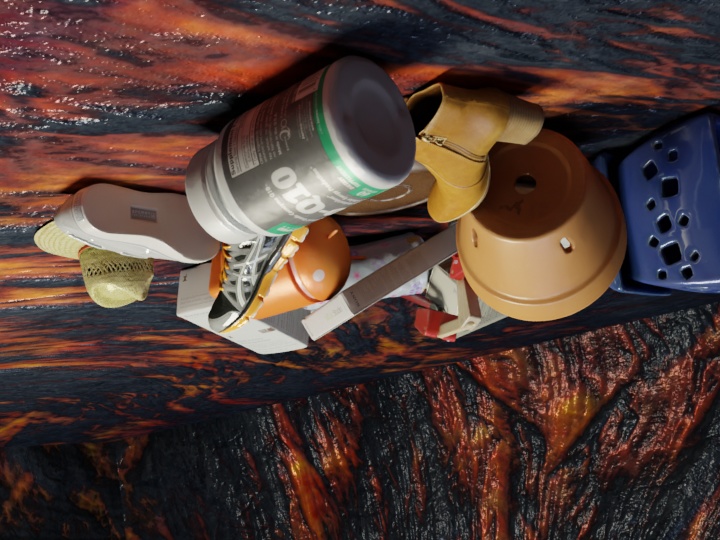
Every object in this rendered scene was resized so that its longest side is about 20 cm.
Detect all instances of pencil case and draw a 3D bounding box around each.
[{"bbox_3d":[0.000,0.000,1.430,0.196,0.093,0.083,-7,177,-15],"label":"pencil case"}]

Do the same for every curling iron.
[{"bbox_3d":[0.044,0.033,1.500,0.198,0.050,0.025,28,-141,25],"label":"curling iron"}]

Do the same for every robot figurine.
[{"bbox_3d":[-0.097,-0.008,1.243,0.196,0.146,0.117,-15,-166,23],"label":"robot figurine"}]

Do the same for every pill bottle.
[{"bbox_3d":[-0.057,-0.098,0.871,0.198,0.116,0.112,-20,165,39],"label":"pill bottle"}]

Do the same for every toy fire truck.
[{"bbox_3d":[0.141,0.024,1.278,0.048,0.144,0.199,14,177,-19],"label":"toy fire truck"}]

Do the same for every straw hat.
[{"bbox_3d":[-0.286,-0.003,1.170,0.196,0.087,0.201,-11,168,-2],"label":"straw hat"}]

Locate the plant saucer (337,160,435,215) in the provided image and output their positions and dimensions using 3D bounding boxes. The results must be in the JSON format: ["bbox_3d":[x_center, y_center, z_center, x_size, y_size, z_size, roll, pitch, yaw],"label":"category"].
[{"bbox_3d":[0.031,-0.101,1.136,0.196,0.033,0.200,-10,169,-2],"label":"plant saucer"}]

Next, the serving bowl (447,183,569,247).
[{"bbox_3d":[0.215,-0.069,1.290,0.196,0.067,0.200,13,171,2],"label":"serving bowl"}]

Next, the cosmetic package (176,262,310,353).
[{"bbox_3d":[-0.168,0.057,1.454,0.100,0.076,0.199,-12,155,32],"label":"cosmetic package"}]

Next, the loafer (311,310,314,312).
[{"bbox_3d":[-0.070,0.048,1.665,0.196,0.070,0.071,-20,128,-7],"label":"loafer"}]

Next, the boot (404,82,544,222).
[{"bbox_3d":[0.076,-0.119,0.994,0.141,0.072,0.201,4,150,-30],"label":"boot"}]

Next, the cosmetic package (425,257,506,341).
[{"bbox_3d":[0.194,0.022,1.526,0.197,0.071,0.107,-17,135,-37],"label":"cosmetic package"}]

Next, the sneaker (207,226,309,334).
[{"bbox_3d":[-0.129,-0.016,1.135,0.076,0.079,0.202,26,111,-20],"label":"sneaker"}]

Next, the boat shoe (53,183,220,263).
[{"bbox_3d":[-0.238,-0.044,1.070,0.067,0.074,0.198,-11,171,36],"label":"boat shoe"}]

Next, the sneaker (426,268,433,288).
[{"bbox_3d":[0.121,0.008,1.595,0.197,0.078,0.111,-10,161,-37],"label":"sneaker"}]

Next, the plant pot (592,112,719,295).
[{"bbox_3d":[0.401,-0.065,1.238,0.177,0.205,0.198,-12,170,37],"label":"plant pot"}]

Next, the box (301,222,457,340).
[{"bbox_3d":[0.031,0.015,1.264,0.198,0.037,0.144,-29,177,-28],"label":"box"}]

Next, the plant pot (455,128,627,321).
[{"bbox_3d":[0.194,-0.064,1.107,0.196,0.204,0.140,-13,152,12],"label":"plant pot"}]
